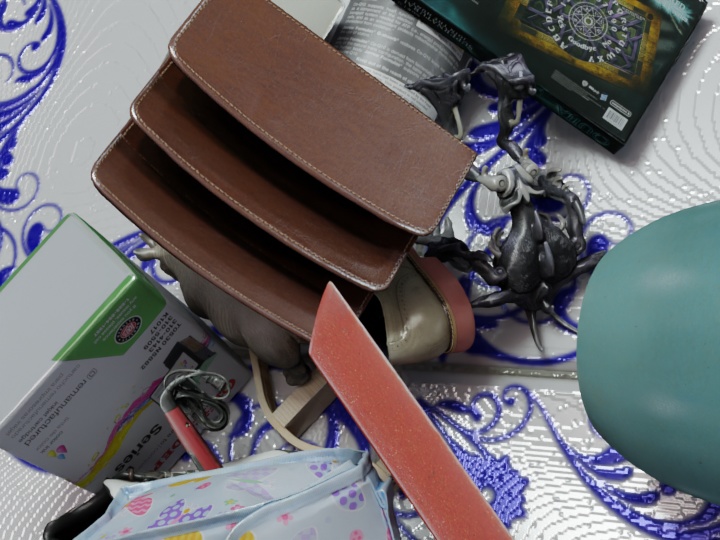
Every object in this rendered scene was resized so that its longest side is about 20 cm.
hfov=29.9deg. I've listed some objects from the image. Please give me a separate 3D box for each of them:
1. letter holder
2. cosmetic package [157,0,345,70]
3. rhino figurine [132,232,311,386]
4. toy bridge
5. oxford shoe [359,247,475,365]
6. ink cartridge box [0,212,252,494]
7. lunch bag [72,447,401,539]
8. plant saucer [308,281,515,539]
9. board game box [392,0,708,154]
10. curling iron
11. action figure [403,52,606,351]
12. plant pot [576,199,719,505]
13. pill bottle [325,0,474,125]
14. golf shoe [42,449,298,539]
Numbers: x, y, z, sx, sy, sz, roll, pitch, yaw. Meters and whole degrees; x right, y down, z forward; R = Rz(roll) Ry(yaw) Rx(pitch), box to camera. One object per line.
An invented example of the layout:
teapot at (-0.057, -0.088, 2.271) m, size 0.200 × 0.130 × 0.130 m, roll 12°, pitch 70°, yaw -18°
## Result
letter holder at (-0.052, -0.063, 0.859) m, size 0.199 × 0.101 × 0.143 m, roll 35°, pitch 58°, yaw -6°
cosmetic package at (-0.091, -0.173, 1.035) m, size 0.087 × 0.200 × 0.104 m, roll 37°, pitch 82°, yaw -10°
rhino figurine at (-0.097, 0.014, 0.984) m, size 0.199 × 0.087 × 0.060 m, roll 32°, pitch 81°, yaw 33°
toy bridge at (-0.037, 0.093, 0.987) m, size 0.067 × 0.027 × 0.200 m, roll -46°, pitch 56°, yaw -3°
oxford shoe at (0.000, 0.000, 0.964) m, size 0.074 × 0.071 × 0.200 m, roll -19°, pitch 34°, yaw -23°
ink cartridge box at (-0.183, 0.072, 0.960) m, size 0.084 × 0.200 × 0.145 m, roll 39°, pitch 85°, yaw 29°
lunch bag at (-0.062, 0.211, 0.847) m, size 0.199 × 0.127 × 0.171 m, roll -13°, pitch 101°, yaw 15°
plant saucer at (0.036, 0.119, 0.816) m, size 0.037 × 0.200 × 0.200 m, roll -34°, pitch 72°, yaw -4°
board game box at (0.140, -0.196, 0.984) m, size 0.199 × 0.028 × 0.136 m, roll 35°, pitch 75°, yaw -2°
curling iron at (-0.077, 0.155, 0.919) m, size 0.049 × 0.026 × 0.201 m, roll -27°, pitch 88°, yaw -12°
action figure at (0.101, -0.047, 0.952) m, size 0.118 × 0.102 × 0.201 m, roll -18°, pitch 99°, yaw -15°
plant pot at (0.227, 0.048, 0.805) m, size 0.160 × 0.200 × 0.202 m, roll 2°, pitch 66°, yaw 38°
pill bottle at (0.033, -0.179, 1.035) m, size 0.116 × 0.116 × 0.201 m, roll 16°, pitch 73°, yaw 29°
golf shoe at (-0.129, 0.175, 0.950) m, size 0.199 × 0.095 × 0.078 m, roll -25°, pitch 57°, yaw 9°
